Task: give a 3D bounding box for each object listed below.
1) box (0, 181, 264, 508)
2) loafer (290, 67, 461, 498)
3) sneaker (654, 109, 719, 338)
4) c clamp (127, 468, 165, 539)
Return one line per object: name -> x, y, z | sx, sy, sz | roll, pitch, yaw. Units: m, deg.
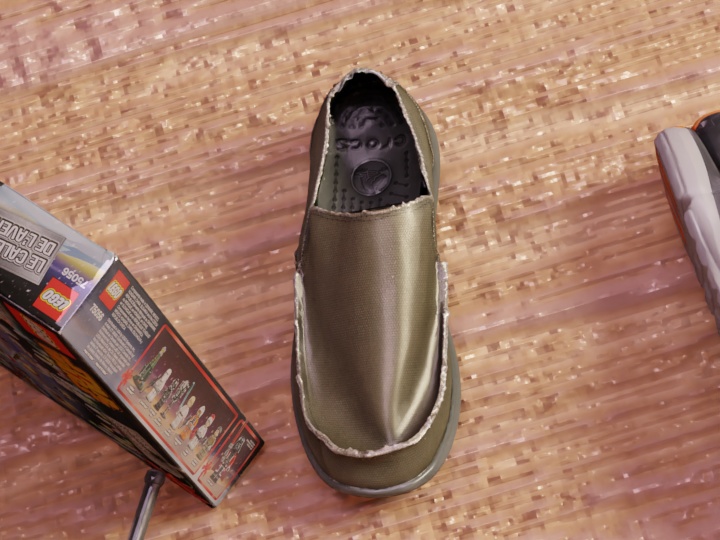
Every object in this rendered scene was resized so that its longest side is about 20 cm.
box -> -0.126, 0.016, 1.119 | 0.137, 0.200, 0.040 | 31, 77, 25
loafer -> 0.000, 0.000, 1.178 | 0.075, 0.070, 0.200 | -8, 60, 7
sneaker -> 0.199, 0.004, 1.132 | 0.112, 0.078, 0.200 | -18, 59, 2
c clamp -> -0.192, 0.154, 1.161 | 0.200, 0.027, 0.171 | 7, 70, 15
